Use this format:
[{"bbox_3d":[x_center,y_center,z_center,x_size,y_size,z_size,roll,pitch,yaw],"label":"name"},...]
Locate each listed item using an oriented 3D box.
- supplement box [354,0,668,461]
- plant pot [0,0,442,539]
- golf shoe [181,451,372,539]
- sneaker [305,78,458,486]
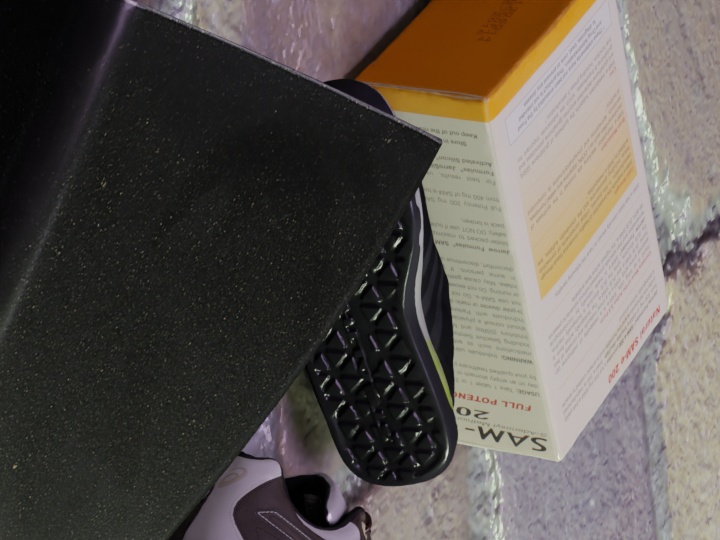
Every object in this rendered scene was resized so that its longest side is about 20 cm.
[{"bbox_3d":[0.072,-0.031,1.360,0.126,0.073,0.200,-49,137,-43],"label":"supplement box"},{"bbox_3d":[-0.127,-0.009,0.932,0.200,0.199,0.178,18,94,-59],"label":"plant pot"},{"bbox_3d":[-0.011,0.139,1.263,0.200,0.078,0.095,39,63,-58],"label":"golf shoe"},{"bbox_3d":[0.000,0.000,1.277,0.083,0.072,0.200,-78,162,-58],"label":"sneaker"}]
